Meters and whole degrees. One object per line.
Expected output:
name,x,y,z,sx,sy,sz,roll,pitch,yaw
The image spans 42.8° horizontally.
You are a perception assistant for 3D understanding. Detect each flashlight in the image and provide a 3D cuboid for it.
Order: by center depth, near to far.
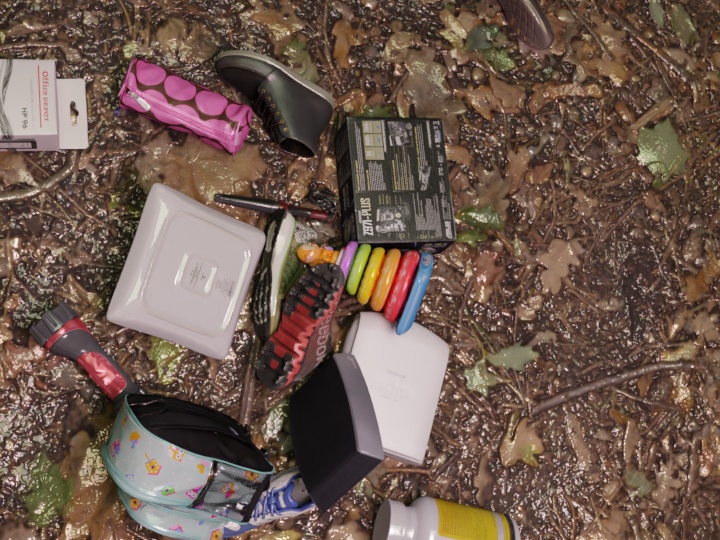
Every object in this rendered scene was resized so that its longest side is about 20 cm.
flashlight,-0.364,0.136,1.260,0.068,0.068,0.200,-42,90,-22

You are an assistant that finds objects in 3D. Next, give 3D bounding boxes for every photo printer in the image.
photo printer,0.042,0.169,1.370,0.164,0.069,0.203,21,72,-11

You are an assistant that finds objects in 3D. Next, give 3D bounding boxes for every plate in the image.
plate,-0.235,0.006,1.295,0.198,0.032,0.203,25,78,-36

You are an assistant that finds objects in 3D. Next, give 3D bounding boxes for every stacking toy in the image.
stacking toy,0.000,0.000,1.342,0.197,0.116,0.111,21,111,2

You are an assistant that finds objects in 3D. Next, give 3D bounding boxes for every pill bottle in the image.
pill bottle,0.122,0.390,1.319,0.197,0.112,0.114,16,73,-12

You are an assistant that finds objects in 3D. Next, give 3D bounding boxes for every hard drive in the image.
hard drive,-0.040,0.214,1.257,0.042,0.201,0.135,33,113,-32

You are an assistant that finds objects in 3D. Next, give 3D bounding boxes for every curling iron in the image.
curling iron,-0.127,-0.105,1.410,0.196,0.026,0.050,0,68,-15

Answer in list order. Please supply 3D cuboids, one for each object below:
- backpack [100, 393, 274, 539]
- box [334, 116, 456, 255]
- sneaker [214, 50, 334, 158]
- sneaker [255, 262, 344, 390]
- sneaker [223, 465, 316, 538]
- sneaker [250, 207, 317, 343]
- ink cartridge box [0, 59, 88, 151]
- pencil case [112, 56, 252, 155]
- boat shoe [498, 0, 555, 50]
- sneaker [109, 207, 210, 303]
backpack,-0.238,0.250,1.192,0.199,0.175,0.155,33,92,-35
box,0.052,-0.130,1.435,0.161,0.086,0.204,-2,77,-17
sneaker,-0.140,-0.257,1.410,0.197,0.075,0.108,22,64,-12
sneaker,-0.074,0.079,1.324,0.070,0.097,0.203,33,101,28
sneaker,-0.125,0.314,1.278,0.197,0.088,0.076,-18,84,-18
sneaker,-0.105,0.012,1.369,0.087,0.077,0.204,16,77,-26
ink cartridge box,-0.493,-0.236,1.311,0.196,0.068,0.118,-3,78,-17
pencil case,-0.261,-0.240,1.367,0.197,0.094,0.092,20,103,-9
boat shoe,0.282,-0.479,1.593,0.073,0.074,0.202,-33,89,-20
sneaker,-0.272,-0.006,1.329,0.080,0.073,0.201,44,73,-18
